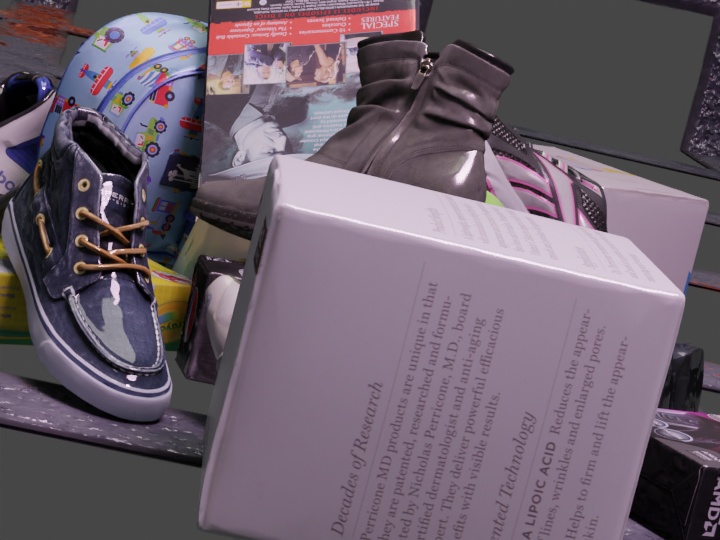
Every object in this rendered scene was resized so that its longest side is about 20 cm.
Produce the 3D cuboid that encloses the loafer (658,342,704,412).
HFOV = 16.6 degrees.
[{"bbox_3d":[0.166,0.075,1.578,0.072,0.073,0.200,8,-2,19],"label":"loafer"}]

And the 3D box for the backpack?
[{"bbox_3d":[-0.117,-0.083,1.726,0.200,0.183,0.135,11,21,-38],"label":"backpack"}]

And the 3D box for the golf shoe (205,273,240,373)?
[{"bbox_3d":[0.005,0.022,1.395,0.199,0.078,0.097,-9,58,-32],"label":"golf shoe"}]

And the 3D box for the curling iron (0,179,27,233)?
[{"bbox_3d":[-0.241,-0.034,1.559,0.050,0.026,0.200,32,-18,-20],"label":"curling iron"}]

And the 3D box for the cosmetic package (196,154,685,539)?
[{"bbox_3d":[0.033,0.052,1.212,0.199,0.166,0.165,13,9,-4],"label":"cosmetic package"}]

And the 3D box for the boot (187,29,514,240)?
[{"bbox_3d":[-0.003,-0.076,1.473,0.199,0.131,0.068,4,-11,29],"label":"boot"}]

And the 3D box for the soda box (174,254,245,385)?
[{"bbox_3d":[-0.005,0.046,1.470,0.199,0.071,0.063,12,8,-12],"label":"soda box"}]

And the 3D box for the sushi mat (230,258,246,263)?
[{"bbox_3d":[0.000,0.000,1.477,0.095,0.012,0.200,14,-11,-26],"label":"sushi mat"}]

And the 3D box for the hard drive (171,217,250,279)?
[{"bbox_3d":[-0.016,0.004,1.602,0.199,0.026,0.132,10,-33,-15],"label":"hard drive"}]

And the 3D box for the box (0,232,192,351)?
[{"bbox_3d":[-0.183,0.011,1.507,0.200,0.049,0.117,2,14,-40],"label":"box"}]

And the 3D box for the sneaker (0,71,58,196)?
[{"bbox_3d":[-0.218,-0.082,1.786,0.199,0.116,0.080,7,13,-35],"label":"sneaker"}]

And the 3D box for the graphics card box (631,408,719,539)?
[{"bbox_3d":[0.236,0.123,1.429,0.199,0.051,0.125,7,12,-29],"label":"graphics card box"}]

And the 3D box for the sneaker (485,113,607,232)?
[{"bbox_3d":[0.114,-0.046,1.628,0.086,0.200,0.080,-32,5,-24],"label":"sneaker"}]

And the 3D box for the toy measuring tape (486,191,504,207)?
[{"bbox_3d":[0.081,0.007,1.534,0.200,0.074,0.074,50,-9,-28],"label":"toy measuring tape"}]

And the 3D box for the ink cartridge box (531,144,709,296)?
[{"bbox_3d":[0.144,-0.023,1.906,0.125,0.129,0.200,5,12,-42],"label":"ink cartridge box"}]

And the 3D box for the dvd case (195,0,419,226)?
[{"bbox_3d":[-0.033,-0.114,1.627,0.145,0.201,0.022,-4,-34,6],"label":"dvd case"}]

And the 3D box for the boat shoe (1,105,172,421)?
[{"bbox_3d":[-0.146,-0.008,1.378,0.071,0.091,0.200,8,32,-34],"label":"boat shoe"}]
